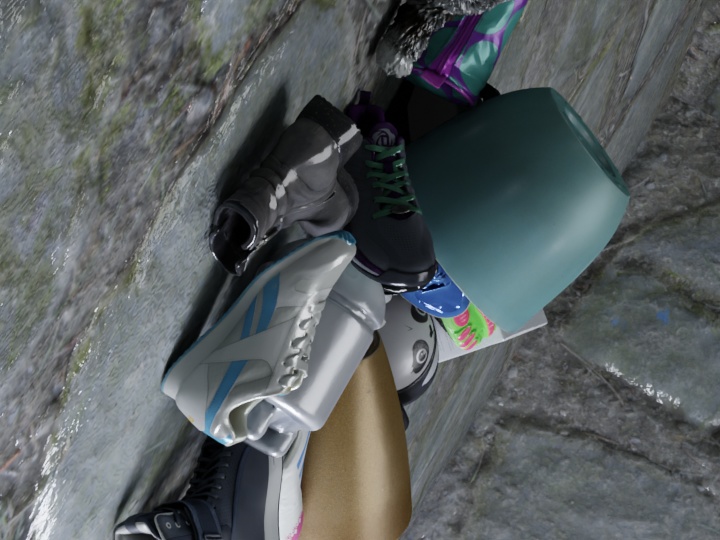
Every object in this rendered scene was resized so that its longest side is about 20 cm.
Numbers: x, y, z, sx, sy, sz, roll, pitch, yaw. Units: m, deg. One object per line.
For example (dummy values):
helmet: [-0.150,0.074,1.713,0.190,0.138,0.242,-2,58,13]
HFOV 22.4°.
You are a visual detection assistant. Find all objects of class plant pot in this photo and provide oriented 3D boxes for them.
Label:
plant pot: [-0.033,0.148,1.779,0.186,0.186,0.201,-46,147,-55]
plant pot: [0.146,-0.071,1.660,0.161,0.201,0.201,-37,175,14]

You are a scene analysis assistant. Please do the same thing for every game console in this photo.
game console: [0.039,-0.120,1.797,0.201,0.116,0.176,-60,-161,-8]

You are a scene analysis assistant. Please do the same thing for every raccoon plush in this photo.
raccoon plush: [0.077,-0.248,1.479,0.201,0.097,0.134,-62,161,2]

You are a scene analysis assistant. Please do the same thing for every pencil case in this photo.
pencil case: [0.111,-0.248,1.636,0.201,0.085,0.092,-62,-179,-1]

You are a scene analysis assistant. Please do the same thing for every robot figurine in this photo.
robot figurine: [0.025,0.082,1.942,0.125,0.150,0.200,-47,168,-7]
robot figurine: [-0.053,0.056,1.552,0.200,0.113,0.170,-59,146,-11]

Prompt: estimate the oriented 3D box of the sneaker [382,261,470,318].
sneaker: [0.046,0.000,1.676,0.200,0.076,0.111,57,17,-37]

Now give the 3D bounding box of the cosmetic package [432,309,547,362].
cosmetic package: [0.109,0.043,2.041,0.071,0.102,0.200,-17,177,-36]

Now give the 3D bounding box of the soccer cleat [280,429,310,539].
soccer cleat: [-0.088,0.190,1.676,0.086,0.070,0.201,-50,149,-68]

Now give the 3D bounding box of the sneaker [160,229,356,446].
sneaker: [-0.066,0.050,1.442,0.200,0.081,0.076,-47,170,15]

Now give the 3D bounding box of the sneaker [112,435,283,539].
sneaker: [-0.141,0.188,1.565,0.077,0.146,0.203,-24,-116,44]

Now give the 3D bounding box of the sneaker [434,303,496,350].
sneaker: [0.084,0.005,1.885,0.077,0.084,0.200,-36,141,-16]

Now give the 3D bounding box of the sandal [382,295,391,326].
sandal: [0.004,0.006,1.756,0.050,0.083,0.203,-36,166,-2]

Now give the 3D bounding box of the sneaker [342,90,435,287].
sneaker: [0.015,-0.069,1.515,0.200,0.074,0.088,-117,-152,-51]

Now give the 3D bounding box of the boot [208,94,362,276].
boot: [-0.066,-0.046,1.406,0.132,0.070,0.200,-48,165,-17]
